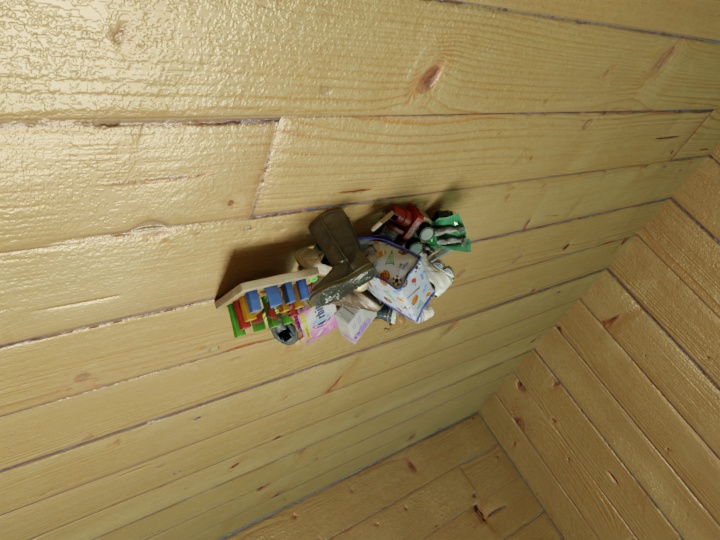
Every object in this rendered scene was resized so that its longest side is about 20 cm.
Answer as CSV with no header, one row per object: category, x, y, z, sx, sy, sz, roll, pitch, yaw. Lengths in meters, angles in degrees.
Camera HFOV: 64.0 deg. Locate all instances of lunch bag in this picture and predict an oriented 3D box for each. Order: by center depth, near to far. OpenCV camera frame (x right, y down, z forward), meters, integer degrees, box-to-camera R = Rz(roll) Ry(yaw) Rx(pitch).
lunch bag,0.072,0.007,1.432,0.125,0.198,0.171,-52,143,-17

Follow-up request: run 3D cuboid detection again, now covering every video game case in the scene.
video game case,0.188,-0.019,1.729,0.197,0.018,0.143,-29,176,10

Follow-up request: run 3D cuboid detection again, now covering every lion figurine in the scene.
lion figurine,0.099,0.147,1.861,0.120,0.074,0.199,-12,161,27

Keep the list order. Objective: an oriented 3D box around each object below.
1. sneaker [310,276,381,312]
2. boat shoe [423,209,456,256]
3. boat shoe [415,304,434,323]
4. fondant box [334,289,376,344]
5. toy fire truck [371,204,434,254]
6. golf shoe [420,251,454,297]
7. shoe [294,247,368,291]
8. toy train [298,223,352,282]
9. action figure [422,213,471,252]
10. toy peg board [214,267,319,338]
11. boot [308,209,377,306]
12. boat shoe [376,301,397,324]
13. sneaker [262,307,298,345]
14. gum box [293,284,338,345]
sneaker,-0.040,0.064,1.517,0.076,0.198,0.070,-58,177,13
boat shoe,0.195,-0.104,1.650,0.065,0.076,0.199,13,145,-24
boat shoe,0.161,0.090,1.767,0.068,0.200,0.072,-15,119,-19
fondant box,0.013,0.099,1.693,0.201,0.058,0.145,-50,157,-17
toy fire truck,0.077,-0.092,1.503,0.197,0.130,0.177,21,116,-36
golf shoe,0.161,-0.002,1.599,0.098,0.198,0.079,-54,150,-12
shoe,-0.066,-0.016,1.372,0.070,0.196,0.054,-54,161,-45
toy train,-0.090,-0.048,1.444,0.056,0.042,0.201,16,124,-44
action figure,0.197,-0.092,1.581,0.055,0.197,0.120,-43,121,-42
toy peg board,-0.211,0.080,1.350,0.197,0.100,0.198,-13,173,-34
boot,-0.073,-0.035,1.309,0.179,0.202,0.073,-25,152,-15
boat shoe,0.083,0.105,1.677,0.200,0.060,0.077,-63,163,-71
sneaker,-0.213,0.171,1.590,0.073,0.082,0.201,-33,152,-4
gum box,-0.129,0.122,1.625,0.112,0.067,0.201,-29,152,-13
